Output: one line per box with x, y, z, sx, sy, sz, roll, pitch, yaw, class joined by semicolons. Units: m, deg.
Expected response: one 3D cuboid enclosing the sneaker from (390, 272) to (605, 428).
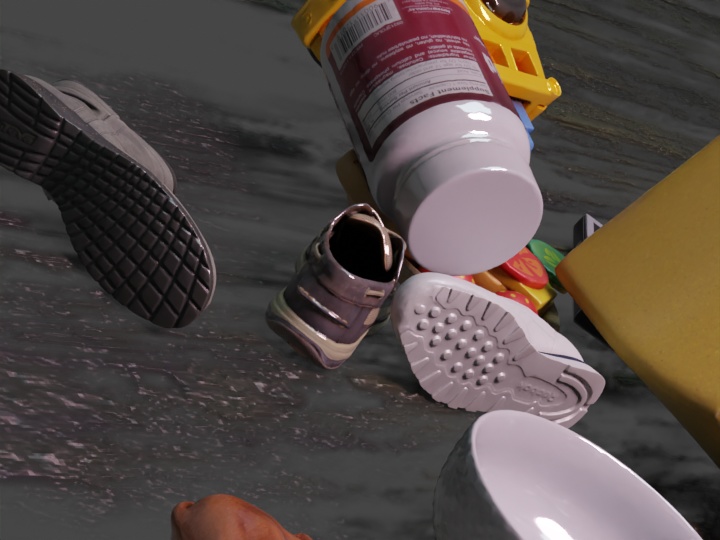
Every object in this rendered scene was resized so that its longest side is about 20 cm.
0.078;0.044;1.508;0.200;0.076;0.081;33;19;-46;sneaker

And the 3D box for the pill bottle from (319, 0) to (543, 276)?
0.050;-0.099;1.562;0.114;0.114;0.200;22;33;-37;pill bottle

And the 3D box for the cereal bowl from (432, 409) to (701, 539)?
0.118;0.176;1.278;0.200;0.083;0.200;33;20;-14;cereal bowl

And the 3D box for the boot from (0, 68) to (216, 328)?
-0.138;-0.051;1.362;0.200;0.068;0.131;45;16;14;boot

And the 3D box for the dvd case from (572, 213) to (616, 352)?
0.235;0.037;1.852;0.150;0.025;0.200;36;21;-9;dvd case

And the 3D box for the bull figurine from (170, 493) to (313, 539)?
-0.038;0.179;1.042;0.121;0.065;0.200;32;23;-28;bull figurine

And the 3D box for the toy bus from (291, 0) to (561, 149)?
0.065;-0.155;1.855;0.200;0.136;0.193;11;50;-48;toy bus

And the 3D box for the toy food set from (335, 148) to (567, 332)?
0.070;-0.021;1.664;0.200;0.049;0.198;41;20;9;toy food set

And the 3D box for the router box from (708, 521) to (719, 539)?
0.310;0.244;1.499;0.149;0.051;0.200;31;21;-11;router box

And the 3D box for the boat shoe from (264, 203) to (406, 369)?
0.000;0.000;1.464;0.074;0.073;0.200;37;21;-4;boat shoe

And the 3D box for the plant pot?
0.287;0.049;1.600;0.194;0.195;0.200;46;13;-31;plant pot
